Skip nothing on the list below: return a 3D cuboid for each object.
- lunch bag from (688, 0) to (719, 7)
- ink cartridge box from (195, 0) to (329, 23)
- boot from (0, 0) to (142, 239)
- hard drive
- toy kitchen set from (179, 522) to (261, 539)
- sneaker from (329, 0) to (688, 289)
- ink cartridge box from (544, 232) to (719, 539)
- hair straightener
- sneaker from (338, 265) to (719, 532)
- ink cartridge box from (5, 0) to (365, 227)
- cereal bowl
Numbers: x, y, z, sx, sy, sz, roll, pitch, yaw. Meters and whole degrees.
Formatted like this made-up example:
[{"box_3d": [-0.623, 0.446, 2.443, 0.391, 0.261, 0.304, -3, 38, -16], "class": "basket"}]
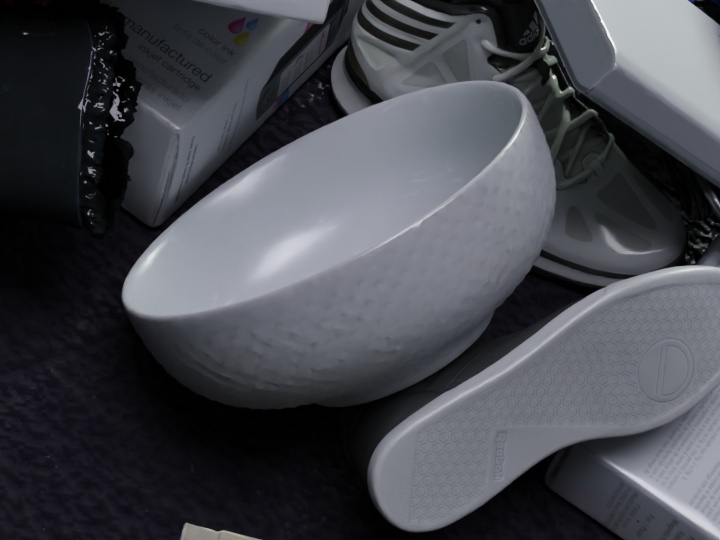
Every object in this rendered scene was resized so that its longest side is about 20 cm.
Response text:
[{"box_3d": [0.202, -0.221, 1.396, 0.151, 0.094, 0.200, 34, 70, -15], "class": "lunch bag"}, {"box_3d": [-0.104, -0.173, 1.151, 0.200, 0.085, 0.145, 10, 13, -5], "class": "ink cartridge box"}, {"box_3d": [-0.184, -0.035, 1.146, 0.162, 0.073, 0.198, 2, 73, 8], "class": "boot"}, {"box_3d": [0.152, -0.089, 1.229, 0.200, 0.026, 0.132, 29, 29, -40], "class": "hard drive"}, {"box_3d": [-0.100, 0.220, 0.978, 0.163, 0.180, 0.200, 14, 51, -4], "class": "toy kitchen set"}, {"box_3d": [0.079, -0.075, 1.259, 0.200, 0.115, 0.076, 35, 56, 9], "class": "sneaker"}, {"box_3d": [0.210, 0.091, 1.227, 0.200, 0.057, 0.163, 37, 56, 6], "class": "ink cartridge box"}, {"box_3d": [0.150, -0.055, 1.261, 0.077, 0.041, 0.200, 31, 28, -38], "class": "hair straightener"}, {"box_3d": [0.075, 0.044, 1.177, 0.200, 0.099, 0.071, -27, 110, -15], "class": "sneaker"}, {"box_3d": [-0.090, -0.140, 1.279, 0.148, 0.086, 0.200, 35, 57, 10], "class": "ink cartridge box"}, {"box_3d": [0.000, 0.000, 1.166, 0.200, 0.200, 0.083, -41, 114, -32], "class": "cereal bowl"}]
